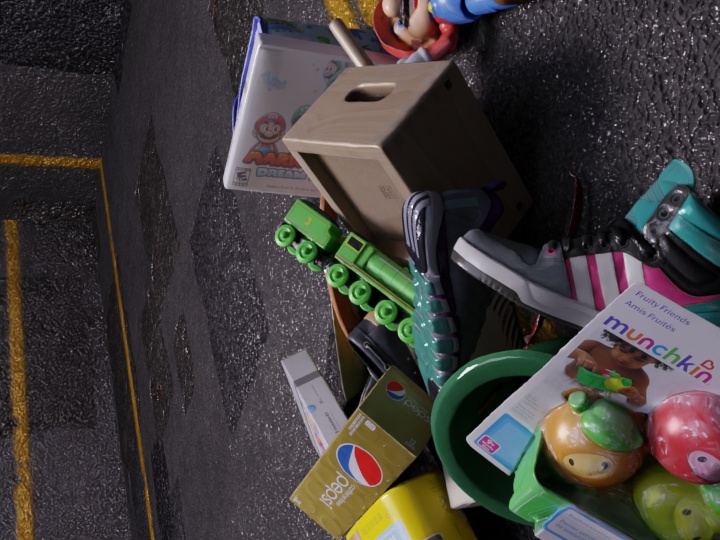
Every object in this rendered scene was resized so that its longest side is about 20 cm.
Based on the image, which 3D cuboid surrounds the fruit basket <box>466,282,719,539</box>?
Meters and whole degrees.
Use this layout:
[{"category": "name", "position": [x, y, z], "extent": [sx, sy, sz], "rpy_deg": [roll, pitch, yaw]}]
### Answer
[{"category": "fruit basket", "position": [0.181, 0.112, 0.498], "extent": [0.095, 0.183, 0.201], "rpy_deg": [-63, 4, -37]}]

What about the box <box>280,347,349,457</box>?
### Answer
[{"category": "box", "position": [-0.029, 0.212, 1.010], "extent": [0.200, 0.041, 0.158], "rpy_deg": [49, 160, 52]}]

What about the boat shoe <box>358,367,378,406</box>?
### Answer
[{"category": "boat shoe", "position": [0.043, 0.109, 0.893], "extent": [0.072, 0.070, 0.203], "rpy_deg": [-126, 43, -51]}]

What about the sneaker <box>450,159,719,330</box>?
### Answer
[{"category": "sneaker", "position": [0.167, -0.018, 0.539], "extent": [0.084, 0.197, 0.123], "rpy_deg": [-15, -52, -78]}]

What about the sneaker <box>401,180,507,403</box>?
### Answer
[{"category": "sneaker", "position": [0.088, 0.028, 0.674], "extent": [0.075, 0.086, 0.203], "rpy_deg": [-118, 18, -58]}]

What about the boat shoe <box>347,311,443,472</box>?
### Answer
[{"category": "boat shoe", "position": [0.050, 0.131, 0.822], "extent": [0.202, 0.062, 0.074], "rpy_deg": [62, 163, -6]}]

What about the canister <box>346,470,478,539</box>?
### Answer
[{"category": "canister", "position": [0.073, 0.305, 0.764], "extent": [0.202, 0.085, 0.149], "rpy_deg": [61, 145, 25]}]

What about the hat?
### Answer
[{"category": "hat", "position": [0.165, 0.077, 0.673], "extent": [0.201, 0.164, 0.177], "rpy_deg": [-57, -1, 41]}]

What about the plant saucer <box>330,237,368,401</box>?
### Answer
[{"category": "plant saucer", "position": [-0.013, 0.051, 0.984], "extent": [0.200, 0.030, 0.204], "rpy_deg": [-8, -90, -88]}]

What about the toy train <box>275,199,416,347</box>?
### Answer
[{"category": "toy train", "position": [0.000, 0.000, 0.777], "extent": [0.199, 0.042, 0.057], "rpy_deg": [36, 90, 25]}]

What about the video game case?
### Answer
[{"category": "video game case", "position": [-0.037, -0.158, 0.913], "extent": [0.024, 0.196, 0.184], "rpy_deg": [-110, 32, -44]}]

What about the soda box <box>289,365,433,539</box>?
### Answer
[{"category": "soda box", "position": [0.003, 0.179, 0.796], "extent": [0.067, 0.064, 0.201], "rpy_deg": [38, 137, 6]}]

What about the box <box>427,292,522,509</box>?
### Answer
[{"category": "box", "position": [0.107, 0.106, 0.760], "extent": [0.082, 0.067, 0.204], "rpy_deg": [-42, 53, 56]}]

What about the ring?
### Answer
[{"category": "ring", "position": [0.000, -0.010, 0.911], "extent": [0.200, 0.019, 0.204], "rpy_deg": [-10, -90, -73]}]

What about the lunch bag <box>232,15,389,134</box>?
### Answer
[{"category": "lunch bag", "position": [-0.057, -0.183, 0.990], "extent": [0.128, 0.167, 0.202], "rpy_deg": [-116, 34, -44]}]

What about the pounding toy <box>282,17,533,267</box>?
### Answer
[{"category": "pounding toy", "position": [0.034, -0.118, 0.762], "extent": [0.143, 0.185, 0.199], "rpy_deg": [-49, 33, -17]}]

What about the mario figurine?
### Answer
[{"category": "mario figurine", "position": [0.071, -0.256, 0.782], "extent": [0.124, 0.106, 0.199], "rpy_deg": [-52, 19, -27]}]
